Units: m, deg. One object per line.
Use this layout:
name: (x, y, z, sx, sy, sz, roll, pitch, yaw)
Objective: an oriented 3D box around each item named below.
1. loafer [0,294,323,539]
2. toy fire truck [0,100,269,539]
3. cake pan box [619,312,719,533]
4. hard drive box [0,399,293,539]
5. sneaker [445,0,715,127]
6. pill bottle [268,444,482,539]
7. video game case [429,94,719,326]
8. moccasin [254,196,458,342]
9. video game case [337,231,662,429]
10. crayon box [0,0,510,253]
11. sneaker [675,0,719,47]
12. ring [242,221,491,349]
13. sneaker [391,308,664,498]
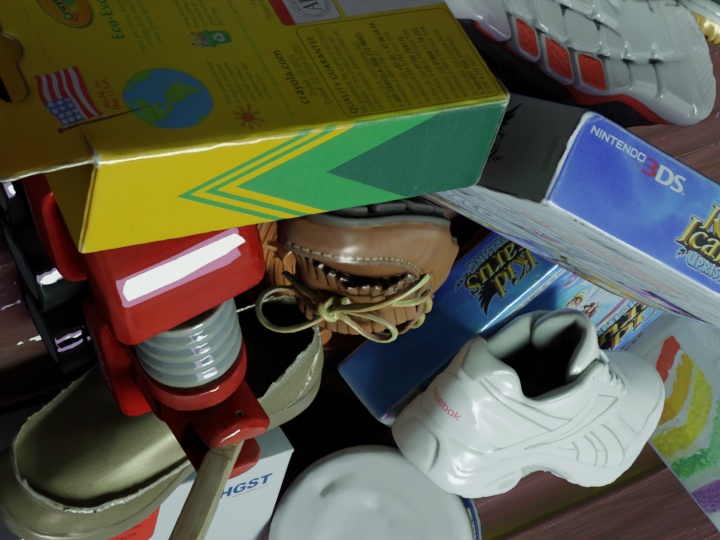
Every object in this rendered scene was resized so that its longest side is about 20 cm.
loafer: (-0.095, 0.062, 0.866, 0.200, 0.076, 0.068, -32, 154, -39)
toy fire truck: (-0.084, 0.034, 0.738, 0.128, 0.200, 0.176, -26, 147, -16)
cake pan box: (0.254, 0.044, 1.091, 0.200, 0.184, 0.052, -48, 146, 20)
hard drive box: (-0.138, 0.151, 0.958, 0.155, 0.077, 0.200, -16, 142, -30)
sneaker: (0.081, -0.098, 0.807, 0.082, 0.077, 0.200, -17, 155, 39)
pill bottle: (0.014, 0.156, 1.035, 0.111, 0.111, 0.200, -37, 172, 1)
video game case: (0.109, -0.026, 0.807, 0.200, 0.181, 0.046, 26, 87, -32)
moccasin: (-0.002, -0.001, 0.803, 0.201, 0.073, 0.078, 44, 66, -84)
video game case: (0.102, 0.027, 1.031, 0.200, 0.045, 0.181, -41, 156, 5)
crayon box: (-0.061, -0.077, 0.677, 0.199, 0.127, 0.051, -10, 142, -26)
sneaker: (0.224, -0.157, 0.925, 0.199, 0.076, 0.088, -6, 121, -43)
ring: (0.029, -0.026, 0.941, 0.200, 0.019, 0.201, -25, 147, -18)
sneaker: (0.113, 0.064, 0.970, 0.200, 0.078, 0.100, -8, 138, -48)
